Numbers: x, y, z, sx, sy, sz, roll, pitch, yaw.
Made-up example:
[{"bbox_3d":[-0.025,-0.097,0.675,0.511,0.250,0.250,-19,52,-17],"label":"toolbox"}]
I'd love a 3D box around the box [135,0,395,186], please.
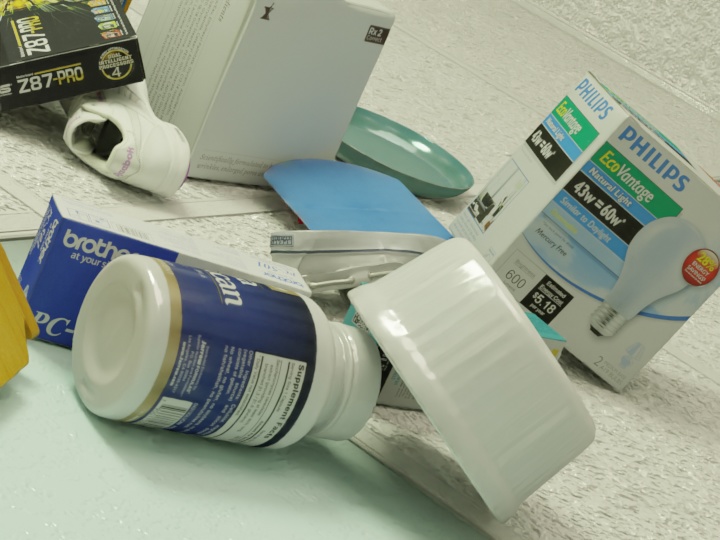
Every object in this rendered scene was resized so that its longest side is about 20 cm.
[{"bbox_3d":[-0.104,-0.197,2.079,0.130,0.201,0.198,36,19,36],"label":"box"}]

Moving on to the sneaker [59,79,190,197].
[{"bbox_3d":[-0.229,-0.140,1.940,0.099,0.075,0.200,12,22,-42],"label":"sneaker"}]

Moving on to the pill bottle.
[{"bbox_3d":[-0.087,0.061,1.496,0.199,0.112,0.111,14,20,-35],"label":"pill bottle"}]

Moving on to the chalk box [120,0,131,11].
[{"bbox_3d":[-0.330,-0.337,2.290,0.123,0.125,0.200,11,24,-39],"label":"chalk box"}]

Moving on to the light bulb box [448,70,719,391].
[{"bbox_3d":[0.225,-0.036,2.005,0.198,0.200,0.125,37,11,-25],"label":"light bulb box"}]

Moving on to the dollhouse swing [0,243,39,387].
[{"bbox_3d":[-0.339,0.022,1.375,0.200,0.175,0.183,-55,122,-73],"label":"dollhouse swing"}]

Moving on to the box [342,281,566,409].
[{"bbox_3d":[0.069,0.068,1.755,0.199,0.083,0.049,11,21,-41],"label":"box"}]

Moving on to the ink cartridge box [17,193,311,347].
[{"bbox_3d":[-0.144,0.021,1.562,0.199,0.094,0.044,17,19,-26],"label":"ink cartridge box"}]

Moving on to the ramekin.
[{"bbox_3d":[0.084,0.073,1.576,0.201,0.097,0.200,56,-1,1],"label":"ramekin"}]

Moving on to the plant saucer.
[{"bbox_3d":[0.029,-0.128,2.365,0.199,0.028,0.200,25,17,-8],"label":"plant saucer"}]

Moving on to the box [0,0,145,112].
[{"bbox_3d":[-0.289,-0.206,1.974,0.160,0.049,0.200,-14,27,-8],"label":"box"}]

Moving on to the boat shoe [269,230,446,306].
[{"bbox_3d":[0.000,0.000,1.886,0.199,0.066,0.073,1,-3,-39],"label":"boat shoe"}]

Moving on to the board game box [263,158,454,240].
[{"bbox_3d":[-0.004,-0.041,2.039,0.157,0.039,0.200,1,29,-33],"label":"board game box"}]
